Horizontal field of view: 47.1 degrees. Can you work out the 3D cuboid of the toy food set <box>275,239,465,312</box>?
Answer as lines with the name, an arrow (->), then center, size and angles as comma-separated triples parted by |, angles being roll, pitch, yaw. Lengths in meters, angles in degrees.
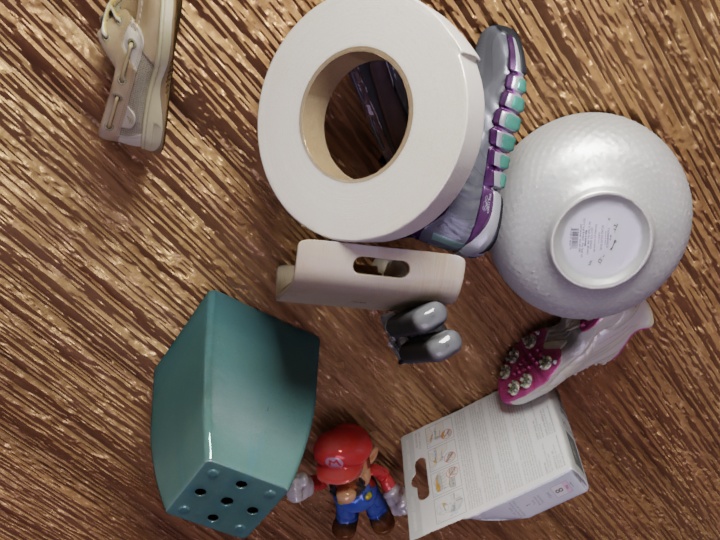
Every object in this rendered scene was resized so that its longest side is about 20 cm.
toy food set -> 0.000, 0.000, 0.770 | 0.142, 0.200, 0.061 | 6, 82, -10

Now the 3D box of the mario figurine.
mario figurine -> -0.013, 0.276, 1.007 | 0.123, 0.106, 0.201 | -37, 138, -20

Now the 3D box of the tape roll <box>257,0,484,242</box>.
tape roll -> 0.004, -0.123, 0.671 | 0.203, 0.204, 0.037 | -43, 159, 25

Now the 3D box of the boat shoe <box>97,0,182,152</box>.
boat shoe -> -0.183, -0.188, 0.673 | 0.064, 0.073, 0.201 | 8, 131, -12

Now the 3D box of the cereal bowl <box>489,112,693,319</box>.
cereal bowl -> 0.218, -0.041, 0.778 | 0.198, 0.083, 0.202 | 0, 113, 1

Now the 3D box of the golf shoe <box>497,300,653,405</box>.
golf shoe -> 0.238, 0.090, 0.916 | 0.091, 0.076, 0.200 | 28, 121, -27

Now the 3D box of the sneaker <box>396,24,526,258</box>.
sneaker -> 0.081, -0.116, 0.692 | 0.087, 0.074, 0.202 | 10, 83, -16

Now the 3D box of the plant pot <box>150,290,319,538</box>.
plant pot -> -0.133, 0.157, 0.852 | 0.140, 0.201, 0.142 | 27, 121, -23

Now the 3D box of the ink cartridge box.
ink cartridge box -> 0.146, 0.218, 0.947 | 0.199, 0.163, 0.057 | -34, 118, 19

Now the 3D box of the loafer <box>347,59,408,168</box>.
loafer -> 0.038, -0.121, 0.752 | 0.062, 0.072, 0.201 | -4, 123, 22

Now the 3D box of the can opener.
can opener -> 0.061, 0.053, 0.776 | 0.066, 0.200, 0.054 | -27, 89, -12
